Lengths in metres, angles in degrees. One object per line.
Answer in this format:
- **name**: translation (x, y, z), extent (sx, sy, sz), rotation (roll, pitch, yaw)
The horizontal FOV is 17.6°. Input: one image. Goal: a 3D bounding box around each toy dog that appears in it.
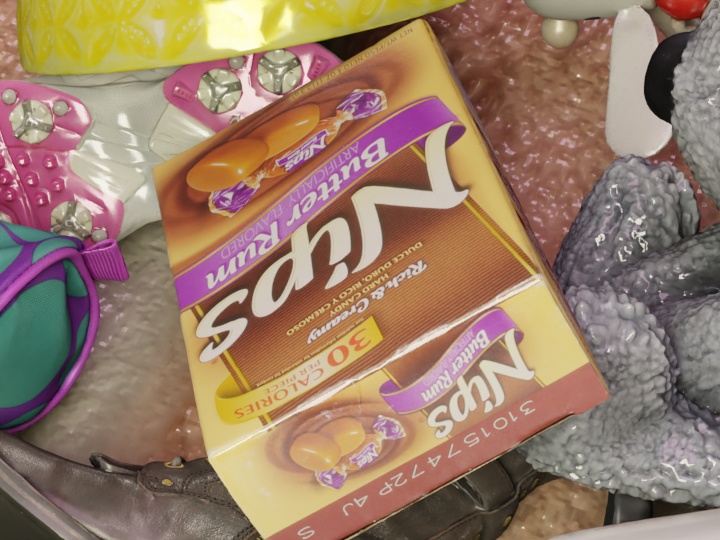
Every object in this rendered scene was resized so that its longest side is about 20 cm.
- **toy dog**: translation (0.158, -0.074, 0.939), extent (0.132, 0.097, 0.200), rotation (-18, 40, -39)

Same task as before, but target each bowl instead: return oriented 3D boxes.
- **bowl**: translation (-0.045, -0.150, 0.909), extent (0.200, 0.108, 0.200), rotation (-10, 14, 2)

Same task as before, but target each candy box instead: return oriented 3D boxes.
- **candy box**: translation (0.000, 0.000, 0.778), extent (0.117, 0.057, 0.200), rotation (-29, 31, 6)

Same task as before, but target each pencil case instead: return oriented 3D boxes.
- **pencil case**: translation (-0.189, -0.015, 0.866), extent (0.200, 0.085, 0.092), rotation (31, 63, 26)

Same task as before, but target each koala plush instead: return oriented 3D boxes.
- **koala plush**: translation (0.161, -0.031, 0.799), extent (0.183, 0.200, 0.177), rotation (14, 23, 8)

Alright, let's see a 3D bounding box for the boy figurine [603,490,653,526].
- **boy figurine**: translation (0.178, 0.124, 0.790), extent (0.200, 0.065, 0.124), rotation (9, 34, 4)

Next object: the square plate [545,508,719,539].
- **square plate**: translation (0.163, 0.163, 0.712), extent (0.200, 0.028, 0.199), rotation (-8, 84, -19)

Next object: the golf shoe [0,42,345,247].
- **golf shoe**: translation (-0.091, -0.049, 0.927), extent (0.200, 0.076, 0.092), rotation (-7, 10, 11)

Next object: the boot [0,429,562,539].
- **boot**: translation (-0.031, 0.067, 0.837), extent (0.200, 0.069, 0.174), rotation (29, 55, 8)
